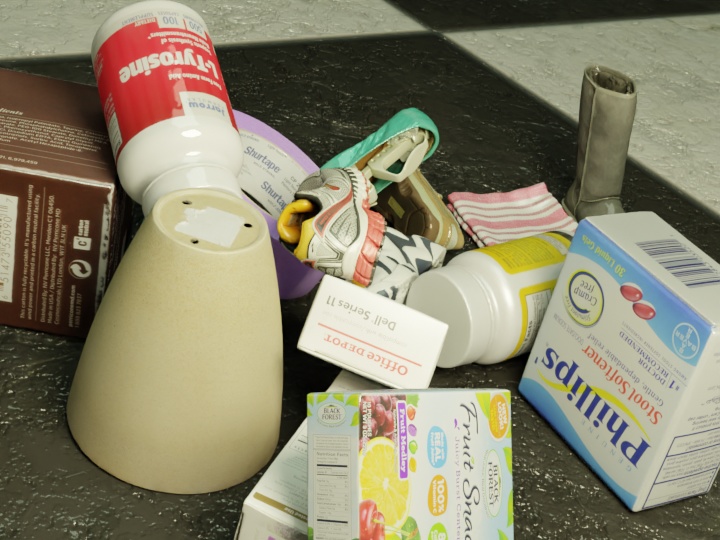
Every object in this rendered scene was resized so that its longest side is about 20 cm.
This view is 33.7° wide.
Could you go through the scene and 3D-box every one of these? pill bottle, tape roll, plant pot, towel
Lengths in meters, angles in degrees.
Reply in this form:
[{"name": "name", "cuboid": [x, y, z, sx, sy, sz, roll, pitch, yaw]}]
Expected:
[{"name": "pill bottle", "cuboid": [0.149, 0.030, 1.210, 0.198, 0.116, 0.114, -13, 39, -39]}, {"name": "tape roll", "cuboid": [-0.105, -0.069, 1.177, 0.199, 0.066, 0.201, 33, 27, -19]}, {"name": "plant pot", "cuboid": [-0.137, 0.043, 0.975, 0.184, 0.202, 0.188, 12, 33, -8]}, {"name": "pill bottle", "cuboid": [-0.165, -0.128, 1.042, 0.111, 0.113, 0.202, -3, 57, -27]}, {"name": "towel", "cuboid": [0.207, -0.042, 1.428, 0.144, 0.030, 0.201, -7, 37, -24]}]

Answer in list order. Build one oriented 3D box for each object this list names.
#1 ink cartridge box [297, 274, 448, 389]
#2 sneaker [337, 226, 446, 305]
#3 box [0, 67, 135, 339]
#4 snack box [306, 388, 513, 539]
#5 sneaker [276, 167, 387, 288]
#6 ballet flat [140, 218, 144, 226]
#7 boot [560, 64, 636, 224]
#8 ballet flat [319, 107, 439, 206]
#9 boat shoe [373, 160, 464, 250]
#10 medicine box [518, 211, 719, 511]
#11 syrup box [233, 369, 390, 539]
[{"name": "ink cartridge box", "cuboid": [0.012, 0.058, 1.025, 0.115, 0.068, 0.200, 22, -3, 2]}, {"name": "sneaker", "cuboid": [0.000, 0.000, 1.231, 0.128, 0.081, 0.199, 22, 31, 15]}, {"name": "box", "cuboid": [-0.303, -0.068, 1.125, 0.161, 0.168, 0.201, 9, 31, -6]}, {"name": "snack box", "cuboid": [0.042, 0.159, 0.870, 0.052, 0.145, 0.199, -3, -6, 37]}, {"name": "sneaker", "cuboid": [-0.034, -0.052, 1.064, 0.081, 0.079, 0.200, 14, 14, -15]}, {"name": "ballet flat", "cuboid": [-0.199, -0.056, 1.250, 0.066, 0.068, 0.202, 2, 38, -6]}, {"name": "boot", "cuboid": [0.308, -0.124, 1.442, 0.071, 0.203, 0.182, -6, 35, -29]}, {"name": "ballet flat", "cuboid": [0.011, -0.112, 1.349, 0.199, 0.068, 0.070, -40, 40, -13]}, {"name": "boat shoe", "cuboid": [0.062, -0.084, 1.421, 0.075, 0.072, 0.201, 11, 35, -34]}, {"name": "medicine box", "cuboid": [0.259, 0.080, 1.088, 0.102, 0.203, 0.182, -5, 35, -33]}, {"name": "syrup box", "cuboid": [-0.024, 0.170, 0.940, 0.080, 0.080, 0.200, 21, 31, 11]}]
